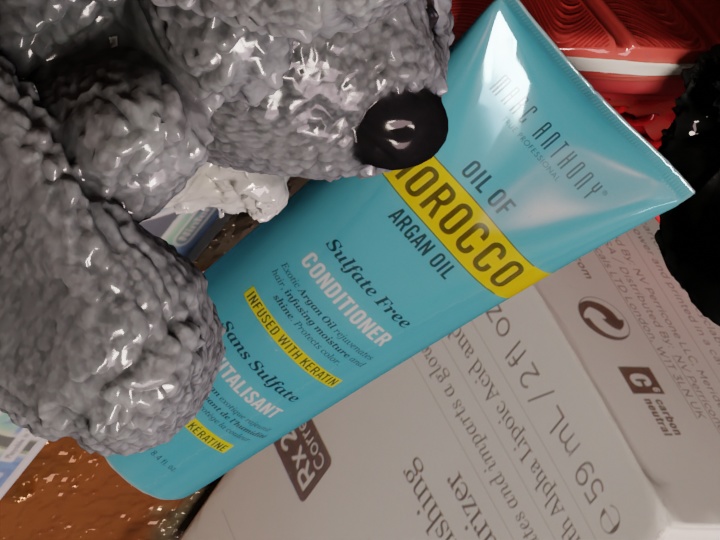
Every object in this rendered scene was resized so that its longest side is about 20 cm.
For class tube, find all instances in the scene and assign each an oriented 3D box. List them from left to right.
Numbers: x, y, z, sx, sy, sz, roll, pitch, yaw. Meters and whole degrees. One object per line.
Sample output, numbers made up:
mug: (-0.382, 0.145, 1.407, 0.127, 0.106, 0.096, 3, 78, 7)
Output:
tube: (0.000, 0.000, 0.851, 0.077, 0.050, 0.200, 44, 123, -15)

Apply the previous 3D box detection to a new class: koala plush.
koala plush: (-0.041, -0.074, 0.739, 0.200, 0.184, 0.178, -7, 131, -60)

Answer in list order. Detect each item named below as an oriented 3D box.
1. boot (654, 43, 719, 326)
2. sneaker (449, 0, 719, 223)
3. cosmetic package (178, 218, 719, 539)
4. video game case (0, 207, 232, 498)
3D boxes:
boot: (0.161, -0.030, 0.870, 0.167, 0.077, 0.200, -25, 156, -17)
sneaker: (0.087, -0.052, 0.898, 0.199, 0.079, 0.116, -3, 136, -30)
cosmetic package: (0.073, 0.093, 0.990, 0.164, 0.165, 0.200, 6, 131, -39)
video game case: (-0.138, 0.001, 0.854, 0.182, 0.022, 0.200, 13, 128, -43)
